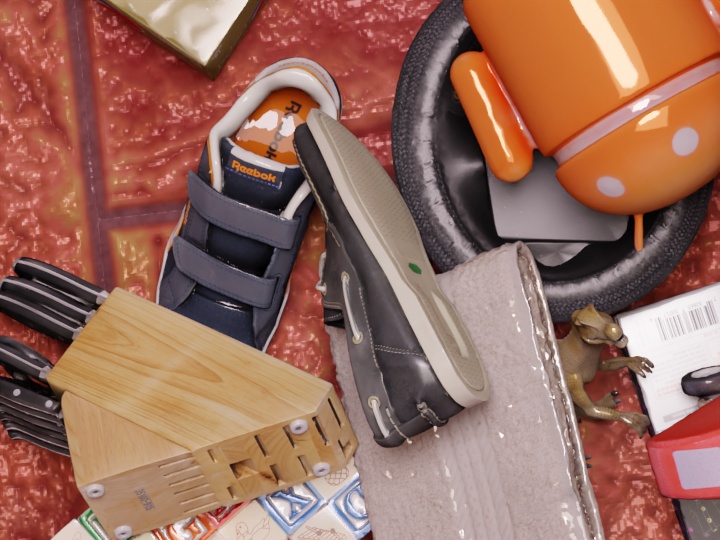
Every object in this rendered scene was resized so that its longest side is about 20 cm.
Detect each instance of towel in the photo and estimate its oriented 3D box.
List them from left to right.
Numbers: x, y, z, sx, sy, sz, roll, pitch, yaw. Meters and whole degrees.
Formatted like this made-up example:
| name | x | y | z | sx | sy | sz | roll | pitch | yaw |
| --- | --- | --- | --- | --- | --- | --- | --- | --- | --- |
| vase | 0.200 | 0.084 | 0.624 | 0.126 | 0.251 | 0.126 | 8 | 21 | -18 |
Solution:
| name | x | y | z | sx | sy | sz | roll | pitch | yaw |
| --- | --- | --- | --- | --- | --- | --- | --- | --- | --- |
| towel | 0.055 | 0.098 | 1.454 | 0.132 | 0.034 | 0.201 | -18 | 82 | 28 |

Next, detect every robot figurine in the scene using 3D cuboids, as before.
| name | x | y | z | sx | sy | sz | roll | pitch | yaw |
| --- | --- | --- | --- | --- | --- | --- | --- | --- | --- |
| robot figurine | 0.131 | -0.116 | 1.412 | 0.143 | 0.117 | 0.201 | -27 | 86 | -23 |

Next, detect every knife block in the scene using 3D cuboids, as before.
| name | x | y | z | sx | sy | sz | roll | pitch | yaw |
| --- | --- | --- | --- | --- | --- | --- | --- | --- | --- |
| knife block | -0.116 | 0.052 | 1.495 | 0.199 | 0.064 | 0.176 | -18 | 54 | 4 |

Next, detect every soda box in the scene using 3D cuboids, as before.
| name | x | y | z | sx | sy | sz | roll | pitch | yaw |
| --- | --- | --- | --- | --- | --- | --- | --- | --- | --- |
| soda box | -0.150 | -0.195 | 1.548 | 0.199 | 0.064 | 0.068 | 34 | 88 | 4 |

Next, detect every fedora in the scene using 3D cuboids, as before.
| name | x | y | z | sx | sy | sz | roll | pitch | yaw |
| --- | --- | --- | --- | --- | --- | --- | --- | --- | --- |
| fedora | 0.108 | -0.070 | 1.516 | 0.199 | 0.092 | 0.202 | 0 | 87 | 2 |

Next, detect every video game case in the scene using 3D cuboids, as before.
| name | x | y | z | sx | sy | sz | roll | pitch | yaw |
| --- | --- | --- | --- | --- | --- | --- | --- | --- | --- |
| video game case | 0.264 | 0.081 | 1.529 | 0.199 | 0.036 | 0.182 | -19 | 86 | 1 |

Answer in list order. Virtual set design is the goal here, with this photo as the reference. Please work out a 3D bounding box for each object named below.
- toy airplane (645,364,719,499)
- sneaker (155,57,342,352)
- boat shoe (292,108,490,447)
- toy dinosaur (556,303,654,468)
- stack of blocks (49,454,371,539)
| name | x | y | z | sx | sy | sz | roll | pitch | yaw |
| --- | --- | --- | --- | --- | --- | --- | --- | --- | --- |
| toy airplane | 0.279 | 0.076 | 1.438 | 0.199 | 0.141 | 0.200 | 30 | 95 | -8 |
| sneaker | -0.067 | -0.028 | 1.528 | 0.078 | 0.079 | 0.201 | 18 | 89 | 2 |
| boat shoe | 0.000 | 0.000 | 1.435 | 0.067 | 0.072 | 0.201 | -35 | 60 | 20 |
| toy dinosaur | 0.097 | 0.068 | 1.516 | 0.101 | 0.200 | 0.058 | 37 | 45 | -21 |
| stack of blocks | -0.090 | 0.156 | 1.525 | 0.200 | 0.059 | 0.115 | -41 | 87 | -1 |
